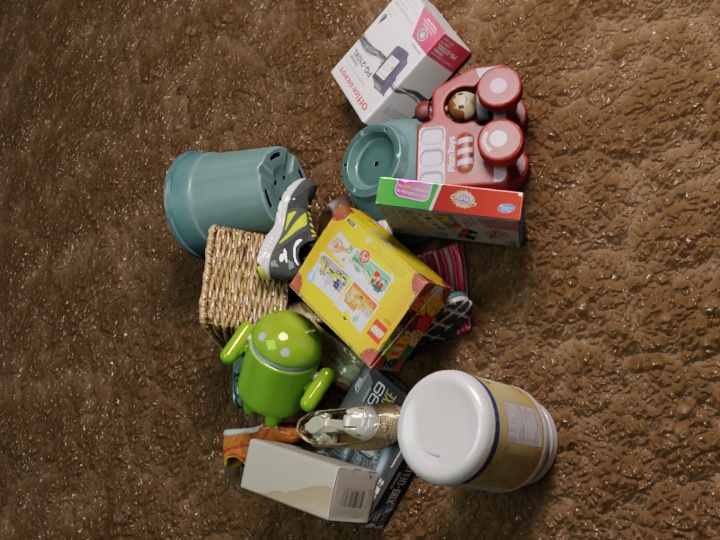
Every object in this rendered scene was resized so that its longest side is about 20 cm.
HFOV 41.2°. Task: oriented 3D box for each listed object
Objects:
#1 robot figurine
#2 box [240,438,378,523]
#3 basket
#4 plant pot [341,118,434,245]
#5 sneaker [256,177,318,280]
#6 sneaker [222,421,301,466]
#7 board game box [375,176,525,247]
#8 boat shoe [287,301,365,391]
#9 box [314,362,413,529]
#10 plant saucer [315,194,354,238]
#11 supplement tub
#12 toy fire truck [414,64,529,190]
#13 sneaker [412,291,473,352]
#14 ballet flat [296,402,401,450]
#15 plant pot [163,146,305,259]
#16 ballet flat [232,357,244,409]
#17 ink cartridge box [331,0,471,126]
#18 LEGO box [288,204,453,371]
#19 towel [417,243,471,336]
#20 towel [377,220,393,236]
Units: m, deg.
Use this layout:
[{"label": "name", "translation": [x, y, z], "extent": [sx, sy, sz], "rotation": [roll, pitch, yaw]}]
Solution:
[{"label": "robot figurine", "translation": [-0.126, 0.148, 1.506], "extent": [0.175, 0.116, 0.201], "rotation": [29, 124, 14]}, {"label": "box", "translation": [-0.080, 0.315, 1.446], "extent": [0.199, 0.095, 0.079], "rotation": [6, 81, 45]}, {"label": "basket", "translation": [-0.205, 0.043, 1.635], "extent": [0.143, 0.148, 0.202], "rotation": [118, 155, -55]}, {"label": "plant pot", "translation": [0.056, -0.154, 1.512], "extent": [0.199, 0.134, 0.202], "rotation": [-13, 69, 37]}, {"label": "sneaker", "translation": [-0.102, -0.062, 1.594], "extent": [0.084, 0.075, 0.201], "rotation": [14, 64, 14]}, {"label": "sneaker", "translation": [-0.158, 0.294, 1.610], "extent": [0.199, 0.073, 0.078], "rotation": [-23, 65, 46]}, {"label": "board game box", "translation": [0.132, -0.081, 1.359], "extent": [0.198, 0.153, 0.041], "rotation": [8, 79, 12]}, {"label": "boat shoe", "translation": [-0.052, 0.113, 1.571], "extent": [0.063, 0.073, 0.200], "rotation": [-48, 55, 9]}, {"label": "box", "translation": [0.020, 0.265, 1.468], "extent": [0.157, 0.050, 0.201], "rotation": [38, 103, 42]}, {"label": "plant saucer", "translation": [-0.048, -0.025, 1.562], "extent": [0.200, 0.032, 0.202], "rotation": [-174, 90, -75]}, {"label": "supplement tub", "translation": [0.159, 0.215, 1.261], "extent": [0.144, 0.199, 0.146], "rotation": [-14, 68, 37]}, {"label": "toy fire truck", "translation": [0.160, -0.206, 1.414], "extent": [0.166, 0.112, 0.202], "rotation": [-3, 72, 14]}, {"label": "sneaker", "translation": [0.077, 0.073, 1.442], "extent": [0.199, 0.077, 0.080], "rotation": [-28, 54, 30]}, {"label": "ballet flat", "translation": [-0.019, 0.235, 1.433], "extent": [0.199, 0.065, 0.071], "rotation": [-18, 63, 37]}, {"label": "plant pot", "translation": [-0.211, -0.132, 1.711], "extent": [0.195, 0.200, 0.202], "rotation": [-9, 71, 30]}, {"label": "ballet flat", "translation": [-0.197, 0.146, 1.695], "extent": [0.074, 0.074, 0.202], "rotation": [-27, 62, 32]}, {"label": "ink cartridge box", "translation": [0.064, -0.344, 1.597], "extent": [0.200, 0.084, 0.145], "rotation": [-46, 51, 21]}, {"label": "LEGO box", "translation": [0.012, 0.025, 1.392], "extent": [0.200, 0.077, 0.150], "rotation": [43, 107, 32]}, {"label": "towel", "translation": [0.082, 0.047, 1.503], "extent": [0.199, 0.022, 0.146], "rotation": [-18, 66, 36]}, {"label": "towel", "translation": [0.000, 0.000, 1.526], "extent": [0.200, 0.034, 0.134], "rotation": [157, 116, -64]}]
